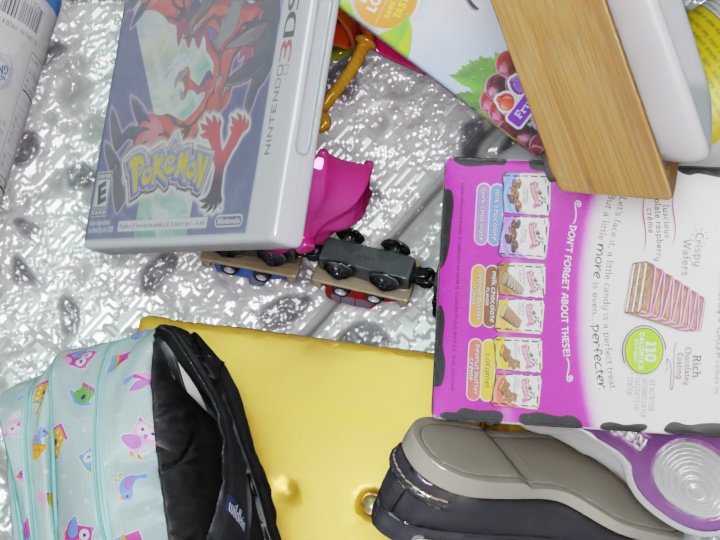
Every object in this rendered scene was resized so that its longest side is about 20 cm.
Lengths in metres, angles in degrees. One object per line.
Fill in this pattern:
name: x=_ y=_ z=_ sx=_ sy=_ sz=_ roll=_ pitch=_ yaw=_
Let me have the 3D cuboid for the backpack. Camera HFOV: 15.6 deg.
backpack: x=-0.110 y=0.128 z=1.348 sx=0.126 sy=0.167 sz=0.201 roll=-16 pitch=67 yaw=8

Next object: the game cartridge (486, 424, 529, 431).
game cartridge: x=0.023 y=0.187 z=1.452 sx=0.199 sy=0.032 sz=0.177 roll=-15 pitch=74 yaw=4

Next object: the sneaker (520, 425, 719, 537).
sneaker: x=0.130 y=0.069 z=1.431 sx=0.200 sy=0.100 sz=0.075 roll=43 pitch=98 yaw=1

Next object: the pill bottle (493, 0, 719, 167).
pill bottle: x=0.174 y=-0.074 z=1.463 sx=0.199 sy=0.113 sz=0.113 roll=-31 pitch=73 yaw=-2

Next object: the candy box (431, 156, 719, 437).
candy box: x=0.141 y=0.014 z=1.340 sx=0.199 sy=0.061 sz=0.137 roll=3 pitch=90 yaw=16

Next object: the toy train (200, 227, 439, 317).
toy train: x=0.000 y=0.000 z=1.500 sx=0.199 sy=0.046 sz=0.034 roll=12 pitch=60 yaw=9

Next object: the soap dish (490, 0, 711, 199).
soap dish: x=0.108 y=-0.141 z=1.296 sx=0.081 sy=0.157 sz=0.201 roll=-18 pitch=104 yaw=13

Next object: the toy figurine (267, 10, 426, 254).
toy figurine: x=-0.043 y=-0.101 z=1.470 sx=0.199 sy=0.150 sz=0.185 roll=19 pitch=70 yaw=23

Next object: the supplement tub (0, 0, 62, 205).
supplement tub: x=-0.256 y=-0.100 z=1.514 sx=0.131 sy=0.132 sz=0.201 roll=14 pitch=77 yaw=10

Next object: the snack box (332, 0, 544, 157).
snack box: x=0.096 y=-0.183 z=1.387 sx=0.142 sy=0.053 sz=0.200 roll=36 pitch=94 yaw=-11

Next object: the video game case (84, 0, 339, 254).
video game case: x=-0.080 y=-0.101 z=1.418 sx=0.023 sy=0.200 sz=0.183 roll=14 pitch=81 yaw=-34

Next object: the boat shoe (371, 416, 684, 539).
boat shoe: x=0.088 y=0.129 z=1.405 sx=0.063 sy=0.199 sz=0.073 roll=-56 pitch=41 yaw=21

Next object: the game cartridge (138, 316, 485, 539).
game cartridge: x=-0.038 y=0.124 z=1.441 sx=0.199 sy=0.032 sz=0.177 roll=8 pitch=76 yaw=10
